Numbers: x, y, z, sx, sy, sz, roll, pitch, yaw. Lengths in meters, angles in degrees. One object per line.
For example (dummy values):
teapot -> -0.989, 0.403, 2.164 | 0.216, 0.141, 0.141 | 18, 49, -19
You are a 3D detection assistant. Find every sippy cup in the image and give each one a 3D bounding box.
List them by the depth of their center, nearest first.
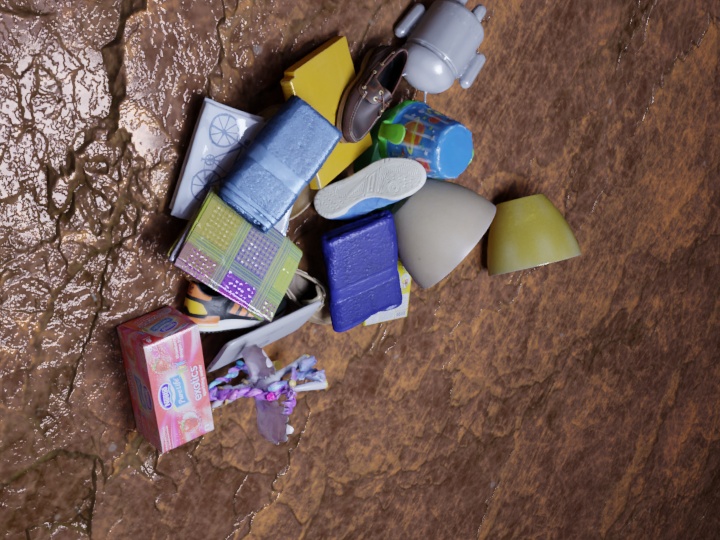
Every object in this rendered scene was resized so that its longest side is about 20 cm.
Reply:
sippy cup -> 0.124, -0.221, 1.645 | 0.177, 0.130, 0.141 | -32, 126, -29

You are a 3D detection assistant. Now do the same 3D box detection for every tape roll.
tape roll -> 0.078, -0.200, 1.738 | 0.199, 0.048, 0.203 | -18, 118, -36

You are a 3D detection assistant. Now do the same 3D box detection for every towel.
towel -> -0.126, -0.165, 1.451 | 0.111, 0.048, 0.201 | 40, 87, -23
towel -> -0.192, -0.026, 1.468 | 0.199, 0.023, 0.145 | 35, 69, -27
towel -> 0.000, 0.000, 1.659 | 0.147, 0.050, 0.202 | -23, 128, -23

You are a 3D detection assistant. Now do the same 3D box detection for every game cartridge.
game cartridge -> -0.055, -0.264, 1.561 | 0.176, 0.032, 0.202 | -46, 129, -44

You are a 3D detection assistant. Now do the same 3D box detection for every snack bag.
snack bag -> -0.182, -0.153, 1.477 | 0.198, 0.021, 0.190 | 14, 102, -25

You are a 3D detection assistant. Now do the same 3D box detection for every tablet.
tablet -> -0.165, 0.114, 1.610 | 0.199, 0.014, 0.130 | -24, 167, -33

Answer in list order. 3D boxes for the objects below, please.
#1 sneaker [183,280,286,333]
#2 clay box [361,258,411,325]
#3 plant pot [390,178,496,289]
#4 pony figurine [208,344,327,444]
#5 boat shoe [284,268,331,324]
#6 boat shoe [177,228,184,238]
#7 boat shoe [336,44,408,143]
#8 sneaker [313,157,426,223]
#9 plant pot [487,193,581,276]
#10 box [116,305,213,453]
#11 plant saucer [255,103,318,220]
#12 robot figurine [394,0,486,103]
sneaker -> -0.203, 0.045, 1.565 | 0.199, 0.070, 0.091 | -9, 115, -39
clay box -> 0.045, -0.003, 1.789 | 0.114, 0.047, 0.202 | -9, 112, -40
plant pot -> 0.128, -0.086, 1.689 | 0.134, 0.200, 0.201 | 41, 76, -8
pony figurine -> -0.158, 0.200, 1.600 | 0.199, 0.192, 0.169 | -13, 93, -40
boat shoe -> -0.093, 0.049, 1.671 | 0.200, 0.064, 0.072 | 37, 82, -44
boat shoe -> -0.208, -0.030, 1.528 | 0.198, 0.072, 0.072 | 10, 125, -35
boat shoe -> 0.022, -0.302, 1.583 | 0.070, 0.070, 0.202 | 49, 56, -50
sneaker -> 0.021, -0.138, 1.635 | 0.198, 0.111, 0.078 | -21, 85, 6
plant pot -> 0.349, -0.081, 1.959 | 0.199, 0.199, 0.144 | -13, 89, -38
box -> -0.312, 0.174, 1.502 | 0.102, 0.094, 0.202 | -21, 121, -34
plant saucer -> -0.142, -0.179, 1.553 | 0.199, 0.035, 0.202 | -19, 119, -37
robot figurine -> 0.142, -0.400, 1.667 | 0.169, 0.113, 0.201 | 35, 80, -4
